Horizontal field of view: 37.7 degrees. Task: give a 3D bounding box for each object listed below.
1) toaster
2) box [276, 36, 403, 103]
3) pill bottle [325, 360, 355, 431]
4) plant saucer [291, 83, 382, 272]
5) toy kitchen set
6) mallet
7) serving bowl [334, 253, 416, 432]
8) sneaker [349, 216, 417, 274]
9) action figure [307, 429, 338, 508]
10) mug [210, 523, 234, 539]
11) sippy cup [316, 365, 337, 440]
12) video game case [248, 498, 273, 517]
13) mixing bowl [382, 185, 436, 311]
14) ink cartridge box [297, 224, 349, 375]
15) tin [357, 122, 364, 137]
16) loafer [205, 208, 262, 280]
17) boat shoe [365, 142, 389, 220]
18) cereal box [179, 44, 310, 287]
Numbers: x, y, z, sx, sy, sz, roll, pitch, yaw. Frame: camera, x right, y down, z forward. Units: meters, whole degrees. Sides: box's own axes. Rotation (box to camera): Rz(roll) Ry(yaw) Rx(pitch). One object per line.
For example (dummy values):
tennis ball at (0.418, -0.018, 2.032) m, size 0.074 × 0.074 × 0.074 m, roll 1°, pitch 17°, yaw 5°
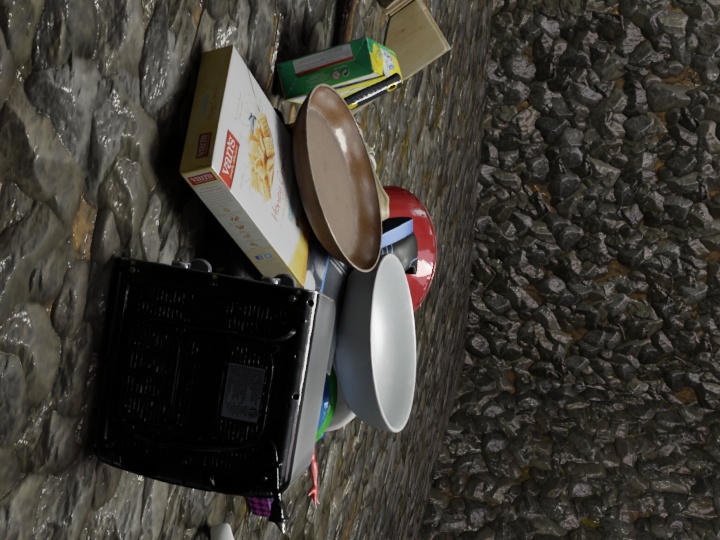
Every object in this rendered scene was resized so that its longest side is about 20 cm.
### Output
toaster at (-0.121, 0.096, 0.900) m, size 0.119 × 0.177 × 0.204 m, roll 9°, pitch 90°, yaw -79°
box at (-0.018, -0.238, 1.285) m, size 0.200 × 0.115 × 0.049 m, roll -17°, pitch 93°, yaw -77°
pill bottle at (-0.027, 0.131, 1.369) m, size 0.200 × 0.109 × 0.113 m, roll -23°, pitch 122°, yaw -76°
plant saucer at (-0.027, -0.095, 1.120) m, size 0.200 × 0.032 × 0.204 m, roll -13°, pitch 90°, yaw -70°
toy kitchen set at (-0.008, -0.330, 1.386) m, size 0.202 × 0.179 × 0.163 m, roll 57°, pitch 15°, yaw -5°
mallet at (-0.037, -0.170, 1.192) m, size 0.197 × 0.041 × 0.067 m, roll -23°, pitch 138°, yaw -27°
serving bowl at (0.011, 0.084, 1.213) m, size 0.200 × 0.064 × 0.205 m, roll -4°, pitch 90°, yaw -74°
sneaker at (0.000, 0.000, 1.287) m, size 0.198 × 0.069 × 0.079 m, roll -25°, pitch 111°, yaw -36°
action figure at (-0.071, 0.235, 1.341) m, size 0.200 × 0.064 × 0.101 m, roll -10°, pitch 98°, yaw -77°
mug at (-0.139, 0.385, 1.186) m, size 0.176 × 0.145 × 0.203 m, roll 94°, pitch -20°, yaw -61°
sippy cup at (-0.109, 0.133, 1.145) m, size 0.130 × 0.137 × 0.181 m, roll 9°, pitch 64°, yaw -68°
video game case at (-0.112, 0.191, 1.370) m, size 0.202 × 0.035 × 0.183 m, roll 86°, pitch 18°, yaw -49°
mixing bowl at (-0.006, -0.024, 1.425) m, size 0.107 × 0.198 × 0.204 m, roll 11°, pitch 88°, yaw -47°
ink cartridge box at (-0.051, 0.001, 1.122) m, size 0.100 × 0.039 × 0.203 m, roll 49°, pitch 41°, yaw -48°
tin at (-0.022, -0.128, 1.558) m, size 0.113 × 0.041 × 0.203 m, roll -74°, pitch 167°, yaw -48°
loafer at (-0.126, 0.020, 1.073) m, size 0.070 × 0.067 × 0.205 m, roll 8°, pitch 88°, yaw -59°
boat shoe at (-0.014, -0.131, 1.352) m, size 0.075 × 0.067 × 0.203 m, roll 98°, pitch -18°, yaw -53°
cereal box at (-0.102, -0.094, 1.014) m, size 0.201 × 0.039 × 0.146 m, roll 56°, pitch 31°, yaw -51°
